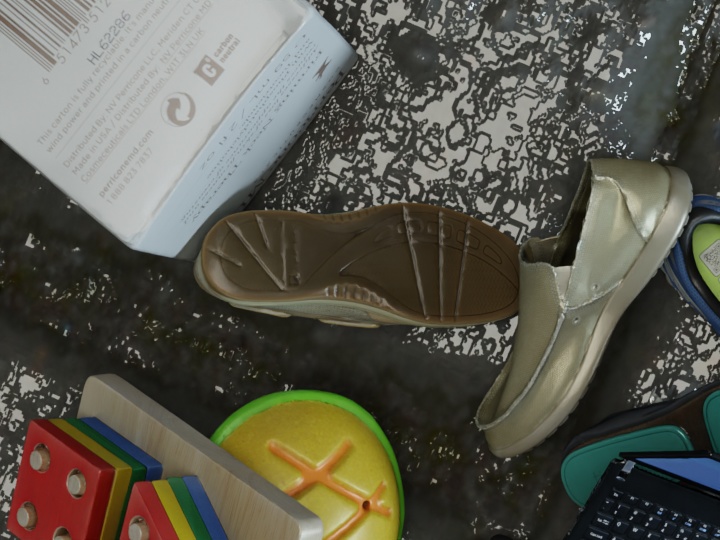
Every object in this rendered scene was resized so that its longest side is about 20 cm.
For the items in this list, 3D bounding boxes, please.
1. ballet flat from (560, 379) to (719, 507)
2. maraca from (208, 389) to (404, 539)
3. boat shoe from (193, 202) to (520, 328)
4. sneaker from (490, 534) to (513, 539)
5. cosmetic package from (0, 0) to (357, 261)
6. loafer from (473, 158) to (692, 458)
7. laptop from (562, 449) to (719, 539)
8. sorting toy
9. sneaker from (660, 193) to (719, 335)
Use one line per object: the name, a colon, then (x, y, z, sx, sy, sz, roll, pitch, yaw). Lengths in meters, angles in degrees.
ballet flat: (0.207, 0.093, 1.476, 0.199, 0.073, 0.074, -16, 86, 36)
maraca: (-0.040, 0.167, 1.515, 0.136, 0.107, 0.202, -1, 103, -15)
boat shoe: (0.000, 0.000, 1.536, 0.198, 0.065, 0.073, 2, 80, -12)
sneaker: (0.043, 0.197, 1.494, 0.199, 0.075, 0.116, 30, 77, -35)
cosmetic package: (-0.123, -0.122, 1.484, 0.166, 0.200, 0.168, 38, 93, 7)
loafer: (0.116, 0.016, 1.499, 0.068, 0.076, 0.201, 28, 103, -10)
laptop: (0.210, 0.178, 1.425, 0.176, 0.104, 0.201, 22, 116, -15)
sorting toy: (-0.131, 0.191, 1.467, 0.198, 0.069, 0.201, 30, 112, 40)
sneaker: (0.245, 0.038, 1.492, 0.200, 0.089, 0.079, 44, 94, 6)
